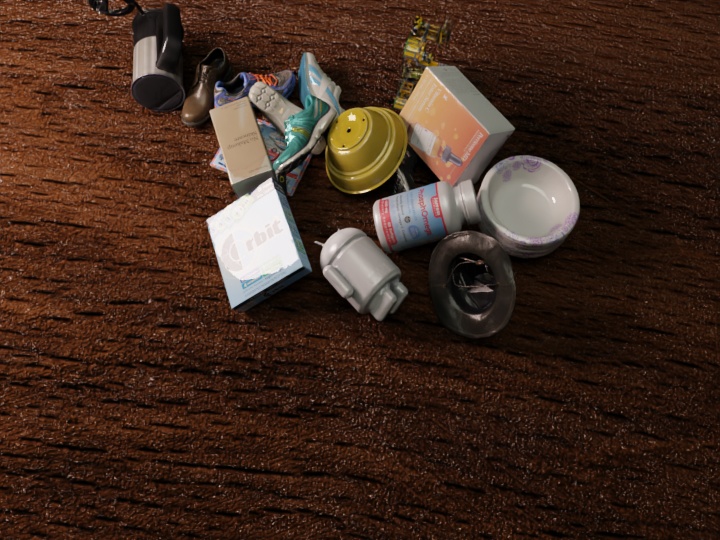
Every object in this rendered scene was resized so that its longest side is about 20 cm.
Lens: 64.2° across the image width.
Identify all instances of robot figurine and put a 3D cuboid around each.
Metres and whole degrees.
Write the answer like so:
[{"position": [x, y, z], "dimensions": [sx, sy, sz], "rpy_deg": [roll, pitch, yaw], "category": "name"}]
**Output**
[{"position": [0.000, 0.000, 1.098], "dimensions": [0.200, 0.114, 0.168], "rpy_deg": [45, 34, 16], "category": "robot figurine"}]

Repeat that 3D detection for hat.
[{"position": [0.223, 0.023, 1.103], "dimensions": [0.201, 0.202, 0.080], "rpy_deg": [49, 31, 18], "category": "hat"}]

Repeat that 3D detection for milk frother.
[{"position": [-0.483, -0.485, 1.248], "dimensions": [0.195, 0.181, 0.193], "rpy_deg": [-1, 64, -19], "category": "milk frother"}]

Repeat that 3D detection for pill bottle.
[{"position": [0.130, -0.109, 1.119], "dimensions": [0.195, 0.109, 0.111], "rpy_deg": [-15, 66, 15], "category": "pill bottle"}]

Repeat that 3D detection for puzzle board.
[{"position": [-0.209, -0.258, 1.257], "dimensions": [0.196, 0.017, 0.153], "rpy_deg": [21, 68, 7], "category": "puzzle board"}]

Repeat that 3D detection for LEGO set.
[{"position": [0.151, -0.440, 1.261], "dimensions": [0.113, 0.203, 0.156], "rpy_deg": [16, 46, 4], "category": "LEGO set"}]

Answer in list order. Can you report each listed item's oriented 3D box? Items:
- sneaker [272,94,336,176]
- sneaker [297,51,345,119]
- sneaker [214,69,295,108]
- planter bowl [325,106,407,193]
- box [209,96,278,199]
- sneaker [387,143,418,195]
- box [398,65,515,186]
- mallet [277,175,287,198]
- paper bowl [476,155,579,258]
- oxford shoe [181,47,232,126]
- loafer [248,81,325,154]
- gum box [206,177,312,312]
[{"position": [-0.126, -0.273, 1.164], "dimensions": [0.079, 0.077, 0.202], "rpy_deg": [36, 62, -13], "category": "sneaker"}, {"position": [-0.091, -0.406, 1.299], "dimensions": [0.079, 0.077, 0.204], "rpy_deg": [-8, 67, -22], "category": "sneaker"}, {"position": [-0.236, -0.405, 1.279], "dimensions": [0.196, 0.079, 0.076], "rpy_deg": [-25, 59, -12], "category": "sneaker"}, {"position": [-0.008, -0.269, 1.184], "dimensions": [0.196, 0.083, 0.206], "rpy_deg": [-11, 66, 26], "category": "planter bowl"}, {"position": [-0.240, -0.249, 1.193], "dimensions": [0.093, 0.078, 0.203], "rpy_deg": [-21, 64, -4], "category": "box"}, {"position": [0.095, -0.226, 1.221], "dimensions": [0.086, 0.076, 0.204], "rpy_deg": [-17, 68, -14], "category": "sneaker"}, {"position": [0.190, -0.298, 1.193], "dimensions": [0.105, 0.153, 0.201], "rpy_deg": [-19, 63, -44], "category": "box"}, {"position": [-0.147, -0.108, 1.176], "dimensions": [0.064, 0.041, 0.205], "rpy_deg": [2, 68, 0], "category": "mallet"}, {"position": [0.331, -0.121, 1.162], "dimensions": [0.195, 0.105, 0.206], "rpy_deg": [0, 67, -1], "category": "paper bowl"}, {"position": [-0.353, -0.416, 1.285], "dimensions": [0.071, 0.085, 0.204], "rpy_deg": [15, 69, 4], "category": "oxford shoe"}, {"position": [-0.154, -0.328, 1.240], "dimensions": [0.199, 0.070, 0.070], "rpy_deg": [43, 94, -7], "category": "loafer"}, {"position": [-0.201, -0.050, 1.117], "dimensions": [0.168, 0.044, 0.204], "rpy_deg": [-29, 68, 15], "category": "gum box"}]
